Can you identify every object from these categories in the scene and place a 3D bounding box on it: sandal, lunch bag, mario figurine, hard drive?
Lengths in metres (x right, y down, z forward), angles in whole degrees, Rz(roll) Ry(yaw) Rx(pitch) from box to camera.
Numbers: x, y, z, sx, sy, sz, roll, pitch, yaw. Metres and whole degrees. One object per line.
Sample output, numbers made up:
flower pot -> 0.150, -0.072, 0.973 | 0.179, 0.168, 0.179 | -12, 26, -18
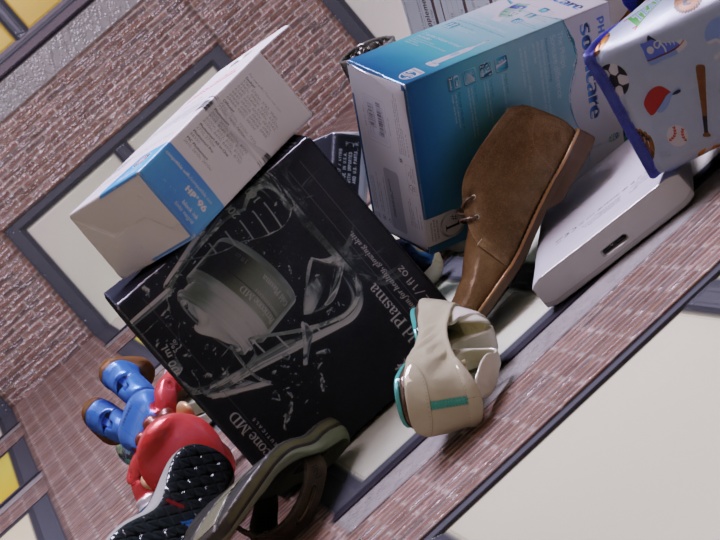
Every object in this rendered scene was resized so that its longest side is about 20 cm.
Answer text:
sandal -> -0.052, 0.158, 1.551 | 0.080, 0.057, 0.201 | -42, -8, 30
lunch bag -> 0.268, -0.172, 1.548 | 0.170, 0.124, 0.200 | -25, 8, 28
mario figurine -> -0.162, 0.147, 1.888 | 0.106, 0.124, 0.200 | -17, 26, -23
hard drive -> 0.186, -0.049, 1.618 | 0.132, 0.027, 0.200 | -39, 9, 16

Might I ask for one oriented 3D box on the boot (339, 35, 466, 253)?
boot -> 0.043, -0.113, 1.977 | 0.073, 0.200, 0.182 | -39, 8, -14

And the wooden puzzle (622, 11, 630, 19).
wooden puzzle -> 0.198, -0.230, 2.049 | 0.200, 0.185, 0.046 | -36, 38, 38

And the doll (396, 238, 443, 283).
doll -> 0.000, 0.000, 1.870 | 0.136, 0.049, 0.200 | -26, -11, 39

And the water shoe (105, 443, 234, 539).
water shoe -> -0.152, 0.219, 1.689 | 0.200, 0.071, 0.079 | -54, -12, -50

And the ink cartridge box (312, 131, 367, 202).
ink cartridge box -> -0.045, -0.019, 2.040 | 0.200, 0.043, 0.199 | 163, 111, -71

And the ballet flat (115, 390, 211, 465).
ballet flat -> -0.151, 0.125, 2.148 | 0.200, 0.074, 0.074 | -46, 10, -20

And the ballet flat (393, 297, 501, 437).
ballet flat -> 0.066, 0.062, 1.505 | 0.069, 0.070, 0.200 | -38, 11, 16

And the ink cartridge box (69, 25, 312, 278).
ink cartridge box -> -0.117, -0.092, 1.677 | 0.116, 0.068, 0.200 | -25, 19, 52

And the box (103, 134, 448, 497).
box -> -0.059, 0.032, 1.701 | 0.197, 0.200, 0.124 | -42, 10, -5

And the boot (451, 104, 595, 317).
boot -> 0.096, -0.032, 1.650 | 0.200, 0.075, 0.074 | -61, 5, -9

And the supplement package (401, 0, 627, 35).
supplement package -> 0.133, -0.246, 1.861 | 0.111, 0.156, 0.200 | 4, 38, 31

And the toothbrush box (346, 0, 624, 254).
toothbrush box -> 0.102, -0.122, 1.717 | 0.200, 0.147, 0.085 | -24, 30, -24

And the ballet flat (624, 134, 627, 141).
ballet flat -> 0.200, -0.120, 1.840 | 0.070, 0.068, 0.200 | -16, -10, -41
